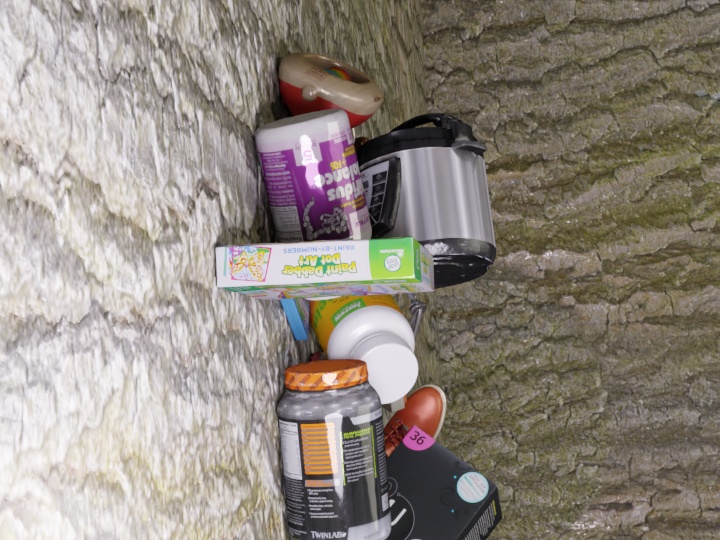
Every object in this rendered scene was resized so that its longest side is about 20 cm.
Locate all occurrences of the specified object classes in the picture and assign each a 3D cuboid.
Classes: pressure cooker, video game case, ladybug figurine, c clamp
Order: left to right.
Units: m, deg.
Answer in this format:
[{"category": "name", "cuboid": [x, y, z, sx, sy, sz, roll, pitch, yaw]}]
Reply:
[{"category": "video game case", "cuboid": [-0.082, -0.036, 1.512, 0.144, 0.018, 0.202, 75, 14, -55]}, {"category": "ladybug figurine", "cuboid": [-0.044, -0.223, 1.548, 0.073, 0.135, 0.200, -65, 169, 16]}, {"category": "c clamp", "cuboid": [0.052, 0.025, 1.886, 0.171, 0.027, 0.202, -52, -132, 40]}, {"category": "pressure cooker", "cuboid": [0.072, -0.089, 1.497, 0.179, 0.173, 0.203, 69, 15, -75]}]

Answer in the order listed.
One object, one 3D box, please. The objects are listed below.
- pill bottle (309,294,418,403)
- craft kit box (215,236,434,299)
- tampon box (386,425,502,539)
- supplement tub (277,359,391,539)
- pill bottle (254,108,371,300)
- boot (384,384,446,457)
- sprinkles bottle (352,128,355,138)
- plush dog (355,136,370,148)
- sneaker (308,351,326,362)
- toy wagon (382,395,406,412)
[{"category": "pill bottle", "cuboid": [0.004, 0.078, 1.517, 0.200, 0.109, 0.112, -121, -161, -59]}, {"category": "craft kit box", "cuboid": [-0.029, 0.000, 1.246, 0.200, 0.194, 0.049, 26, 59, -79]}, {"category": "tampon box", "cuboid": [0.075, 0.347, 1.651, 0.200, 0.149, 0.127, -49, 153, -18]}, {"category": "supplement tub", "cuboid": [-0.031, 0.208, 1.382, 0.123, 0.121, 0.203, -30, 116, -81]}, {"category": "pill bottle", "cuboid": [-0.048, -0.074, 1.387, 0.112, 0.111, 0.203, -63, 142, -74]}, {"category": "boot", "cuboid": [0.063, 0.259, 1.869, 0.201, 0.075, 0.107, -54, 166, -4]}, {"category": "sprinkles bottle", "cuboid": [-0.042, -0.162, 1.612, 0.200, 0.067, 0.069, -88, 172, -72]}, {"category": "plush dog", "cuboid": [0.030, -0.124, 1.982, 0.171, 0.159, 0.203, 25, 56, -50]}, {"category": "sneaker", "cuboid": [-0.030, 0.152, 1.537, 0.200, 0.085, 0.075, -72, 155, -68]}, {"category": "toy wagon", "cuboid": [0.021, 0.118, 1.881, 0.155, 0.039, 0.203, 173, -101, -79]}]
